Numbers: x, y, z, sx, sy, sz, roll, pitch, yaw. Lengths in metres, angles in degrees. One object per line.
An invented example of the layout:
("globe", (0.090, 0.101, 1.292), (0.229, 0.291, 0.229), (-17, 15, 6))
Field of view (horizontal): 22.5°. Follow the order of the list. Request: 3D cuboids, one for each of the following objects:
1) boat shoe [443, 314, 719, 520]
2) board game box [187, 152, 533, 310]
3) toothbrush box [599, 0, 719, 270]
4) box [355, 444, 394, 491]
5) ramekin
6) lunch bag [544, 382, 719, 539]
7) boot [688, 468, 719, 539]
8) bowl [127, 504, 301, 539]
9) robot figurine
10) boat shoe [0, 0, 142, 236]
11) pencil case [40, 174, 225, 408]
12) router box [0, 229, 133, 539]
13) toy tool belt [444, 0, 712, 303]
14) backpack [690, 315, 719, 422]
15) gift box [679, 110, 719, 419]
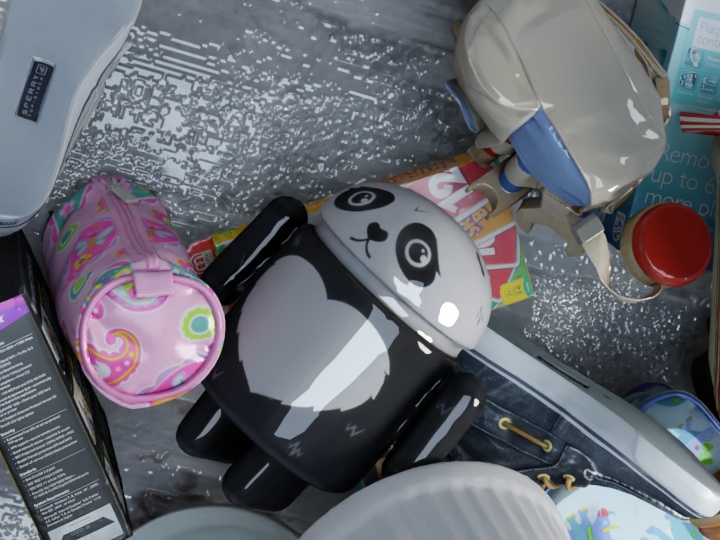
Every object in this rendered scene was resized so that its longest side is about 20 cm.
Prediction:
("boat shoe", (0.115, 0.108, 1.079), (0.200, 0.071, 0.091), (34, 101, 14))
("board game box", (0.000, 0.000, 1.102), (0.198, 0.030, 0.096), (-17, 107, -4))
("toothbrush box", (0.240, -0.103, 1.142), (0.145, 0.085, 0.202), (11, 101, -14))
("box", (0.025, 0.077, 1.165), (0.082, 0.049, 0.202), (-15, 106, -7))
("ramekin", (0.047, 0.214, 1.003), (0.199, 0.098, 0.202), (-13, 125, -19))
("lunch bag", (0.165, 0.184, 1.143), (0.200, 0.082, 0.161), (-39, 94, -4))
("boot", (0.303, 0.171, 1.102), (0.199, 0.077, 0.157), (-20, 104, -15))
("bowl", (-0.077, 0.247, 1.149), (0.199, 0.090, 0.203), (-1, 88, 17))
("robot figurine", (-0.015, 0.044, 1.030), (0.150, 0.125, 0.200), (40, 96, -17))
("boat shoe", (-0.182, -0.109, 1.066), (0.074, 0.086, 0.204), (19, 71, -11))
("pencil case", (-0.134, 0.006, 1.038), (0.087, 0.200, 0.088), (-5, 109, -13))
("router box", (-0.188, 0.063, 1.041), (0.051, 0.200, 0.150), (-23, 107, -6))
("toy tool belt", (0.120, -0.073, 1.042), (0.124, 0.123, 0.201), (-32, 89, -16))
("backpack", (0.337, 0.083, 1.188), (0.199, 0.127, 0.168), (-26, 105, -7))
("gift box", (0.277, -0.011, 1.039), (0.183, 0.200, 0.189), (0, 109, 1))
